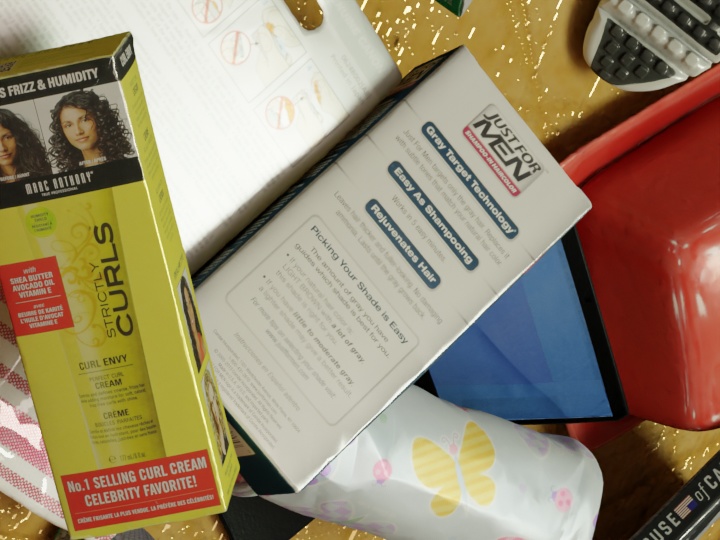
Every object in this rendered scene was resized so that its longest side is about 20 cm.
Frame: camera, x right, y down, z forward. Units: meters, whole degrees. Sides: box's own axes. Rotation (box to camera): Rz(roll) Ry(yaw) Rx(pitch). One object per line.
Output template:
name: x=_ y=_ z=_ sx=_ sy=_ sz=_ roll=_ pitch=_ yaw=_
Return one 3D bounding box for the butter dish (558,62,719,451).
butter dish: x=0.213 y=0.005 z=1.318 sx=0.199 sy=0.148 sz=0.201 roll=-32 pitch=128 yaw=-27

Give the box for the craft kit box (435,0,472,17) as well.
craft kit box: x=0.018 y=-0.245 z=1.006 sx=0.198 sy=0.200 sz=0.049 roll=-54 pitch=176 yaw=-3

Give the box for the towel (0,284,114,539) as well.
towel: x=-0.118 y=0.014 z=1.092 sx=0.146 sy=0.030 sz=0.200 roll=36 pitch=85 yaw=-29

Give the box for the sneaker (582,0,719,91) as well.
sneaker: x=0.197 y=-0.177 z=1.270 sx=0.075 sy=0.081 sz=0.200 roll=42 pitch=98 yaw=-9

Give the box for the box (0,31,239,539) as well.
box: x=-0.109 y=0.007 z=0.985 sx=0.075 sy=0.050 sz=0.201 roll=-10 pitch=107 yaw=6

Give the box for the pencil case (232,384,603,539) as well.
pencil case: x=0.024 y=0.098 z=1.178 sx=0.199 sy=0.091 sz=0.084 roll=22 pitch=76 yaw=-30

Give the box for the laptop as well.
laptop: x=0.016 y=0.053 z=1.201 sx=0.200 sy=0.103 sz=0.178 roll=-38 pitch=130 yaw=-21

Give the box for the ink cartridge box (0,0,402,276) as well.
ink cartridge box: x=-0.098 y=-0.085 z=1.047 sx=0.200 sy=0.047 sz=0.160 roll=-43 pitch=115 yaw=-18

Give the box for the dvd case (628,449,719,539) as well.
dvd case: x=0.172 y=0.161 z=1.371 sx=0.150 sy=0.025 sz=0.200 roll=-43 pitch=168 yaw=-17

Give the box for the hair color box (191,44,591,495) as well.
hair color box: x=0.000 y=0.000 z=1.083 sx=0.200 sy=0.060 sz=0.100 roll=-43 pitch=99 yaw=-19

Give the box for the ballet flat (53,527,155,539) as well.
ballet flat: x=-0.105 y=0.209 z=1.197 sx=0.072 sy=0.072 sz=0.201 roll=-34 pitch=130 yaw=-24
